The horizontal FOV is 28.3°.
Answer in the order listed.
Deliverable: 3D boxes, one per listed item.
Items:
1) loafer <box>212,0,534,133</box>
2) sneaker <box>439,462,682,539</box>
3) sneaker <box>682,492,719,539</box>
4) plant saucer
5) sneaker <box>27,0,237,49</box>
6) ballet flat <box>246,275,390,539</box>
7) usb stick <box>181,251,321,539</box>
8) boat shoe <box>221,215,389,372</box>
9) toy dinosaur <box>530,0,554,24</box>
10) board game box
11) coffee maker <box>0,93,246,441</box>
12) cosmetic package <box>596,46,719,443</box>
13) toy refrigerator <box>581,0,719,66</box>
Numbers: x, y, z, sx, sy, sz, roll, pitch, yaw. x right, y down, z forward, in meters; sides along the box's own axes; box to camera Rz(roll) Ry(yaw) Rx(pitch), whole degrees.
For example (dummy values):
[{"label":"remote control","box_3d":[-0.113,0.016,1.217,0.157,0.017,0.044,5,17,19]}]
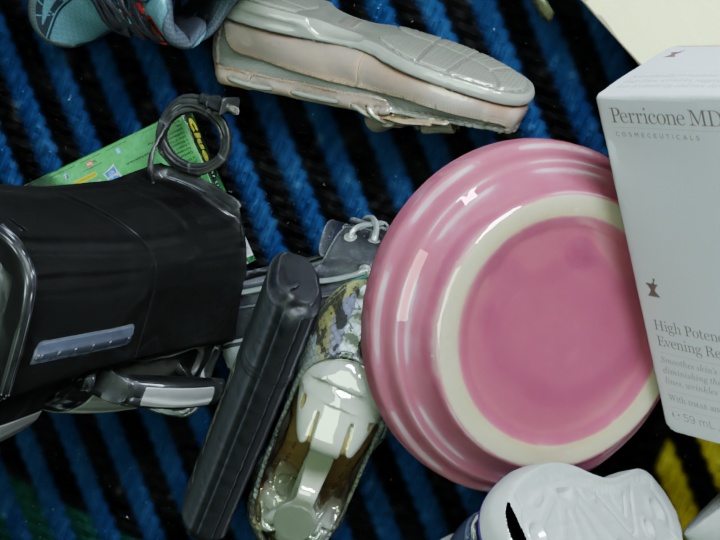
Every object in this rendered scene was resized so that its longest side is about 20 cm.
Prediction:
[{"label":"loafer","box_3d":[0.004,-0.113,0.842,0.199,0.072,0.063,22,116,16]},{"label":"sneaker","box_3d":[0.078,0.165,0.779,0.146,0.200,0.081,-32,70,27]},{"label":"sneaker","box_3d":[0.289,0.131,0.794,0.200,0.074,0.116,-36,84,11]},{"label":"plant saucer","box_3d":[0.099,0.029,0.786,0.200,0.051,0.202,-4,101,-21]},{"label":"sneaker","box_3d":[-0.122,-0.167,0.819,0.199,0.079,0.096,-23,58,33]},{"label":"ballet flat","box_3d":[-0.018,0.096,0.821,0.072,0.072,0.201,28,126,8]},{"label":"usb stick","box_3d":[-0.065,0.077,0.826,0.032,0.056,0.201,12,126,-16]},{"label":"boat shoe","box_3d":[0.000,0.000,0.847,0.199,0.072,0.068,-19,96,20]},{"label":"toy dinosaur","box_3d":[0.031,-0.215,0.820,0.199,0.088,0.048,25,61,7]},{"label":"board game box","box_3d":[-0.175,-0.014,0.905,0.199,0.023,0.105,-23,89,13]},{"label":"coffee maker","box_3d":[-0.166,-0.004,0.780,0.134,0.200,0.193,0,93,28]},{"label":"cosmetic package","box_3d":[0.197,-0.010,0.737,0.101,0.074,0.201,8,123,50]},{"label":"toy refrigerator","box_3d":[0.172,-0.156,0.797,0.076,0.070,0.200,-43,85,19]}]
